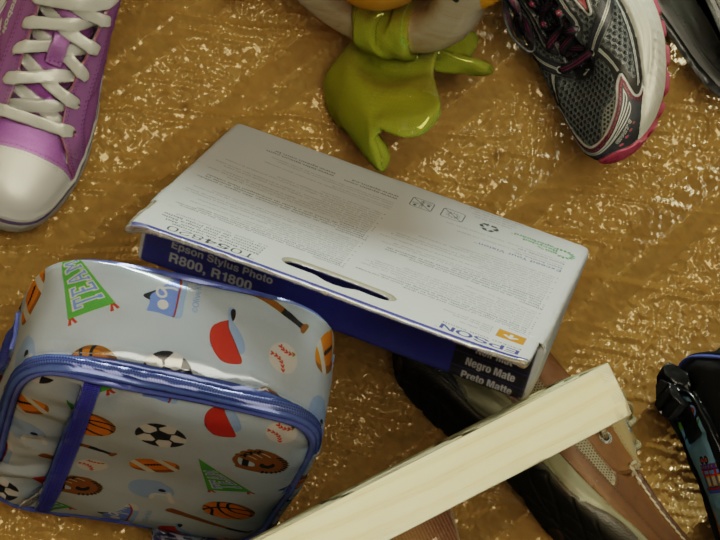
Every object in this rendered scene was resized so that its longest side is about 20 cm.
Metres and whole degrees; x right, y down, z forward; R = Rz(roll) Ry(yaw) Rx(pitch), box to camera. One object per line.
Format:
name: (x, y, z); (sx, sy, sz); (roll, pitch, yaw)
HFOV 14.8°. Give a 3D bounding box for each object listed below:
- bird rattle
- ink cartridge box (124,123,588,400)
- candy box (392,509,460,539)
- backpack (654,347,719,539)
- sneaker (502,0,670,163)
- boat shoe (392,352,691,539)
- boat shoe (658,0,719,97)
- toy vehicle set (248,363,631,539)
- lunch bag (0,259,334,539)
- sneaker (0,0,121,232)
bird rattle: (-0.005, -0.163, 1.396); (0.200, 0.163, 0.113); (48, 56, -9)
ink cartridge box: (0.000, 0.000, 1.325); (0.198, 0.200, 0.041); (20, 109, 7)
candy box: (-0.039, 0.192, 1.365); (0.199, 0.055, 0.116); (-14, 82, -13)
backpack: (0.258, 0.124, 1.382); (0.134, 0.182, 0.201); (-19, 98, -26)
sneaker: (0.094, -0.148, 1.438); (0.074, 0.080, 0.201); (-15, 81, -40)
boat shoe: (0.108, 0.085, 1.409); (0.200, 0.076, 0.074); (44, 71, -2)
boat shoe: (0.155, -0.180, 1.470); (0.068, 0.073, 0.200); (-36, 97, -30)
toy vehicle set: (0.023, 0.103, 1.295); (0.199, 0.124, 0.027); (-26, 87, -11)
lunch bag: (-0.103, 0.068, 1.308); (0.159, 0.200, 0.076); (10, 63, -11)
sneaker: (-0.150, -0.123, 1.374); (0.072, 0.114, 0.202); (16, 78, -10)
